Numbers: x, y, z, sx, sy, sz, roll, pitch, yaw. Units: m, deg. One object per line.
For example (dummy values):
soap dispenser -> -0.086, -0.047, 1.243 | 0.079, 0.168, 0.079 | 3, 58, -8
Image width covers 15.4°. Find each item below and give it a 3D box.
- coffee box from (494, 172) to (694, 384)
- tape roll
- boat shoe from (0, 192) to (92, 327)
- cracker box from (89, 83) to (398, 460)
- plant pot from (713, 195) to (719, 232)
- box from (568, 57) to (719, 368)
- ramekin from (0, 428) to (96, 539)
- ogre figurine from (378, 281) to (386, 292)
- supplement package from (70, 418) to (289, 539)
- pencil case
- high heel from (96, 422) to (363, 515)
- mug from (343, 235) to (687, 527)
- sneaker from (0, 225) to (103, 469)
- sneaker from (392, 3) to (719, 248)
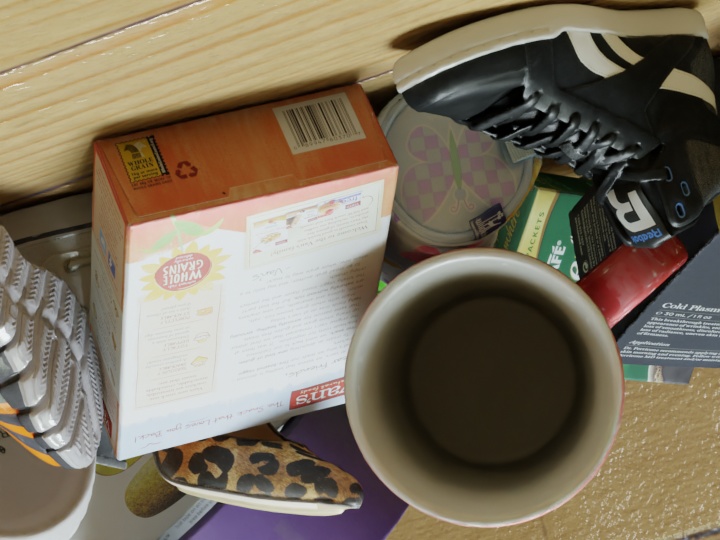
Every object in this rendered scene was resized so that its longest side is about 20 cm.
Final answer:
coffee box -> 0.148, 0.007, 1.671 | 0.200, 0.123, 0.044 | 8, -163, -41
tape roll -> -0.064, 0.164, 1.590 | 0.200, 0.085, 0.200 | -43, -174, 6
boat shoe -> -0.142, 0.001, 1.358 | 0.199, 0.070, 0.071 | -14, 173, -18
cracker box -> -0.062, 0.004, 1.302 | 0.134, 0.058, 0.200 | -13, 146, -17
plant pot -> 0.299, -0.072, 1.333 | 0.200, 0.201, 0.189 | -13, 157, -20
box -> 0.250, -0.026, 1.526 | 0.199, 0.104, 0.182 | 3, 152, -21
ramekin -> -0.229, 0.089, 1.397 | 0.094, 0.203, 0.202 | -37, 161, 36
ogre figurine -> 0.000, 0.000, 1.560 | 0.120, 0.098, 0.200 | -18, 133, 29
supplement package -> -0.145, 0.102, 1.599 | 0.200, 0.114, 0.110 | -43, -175, 4
pencil case -> 0.040, -0.042, 1.377 | 0.091, 0.083, 0.200 | -33, 175, -9
high heel -> -0.067, 0.050, 1.412 | 0.200, 0.143, 0.071 | 13, 177, 36
mug -> 0.087, 0.055, 1.362 | 0.177, 0.134, 0.200 | -11, 177, 3
sneaker -> -0.204, 0.030, 1.277 | 0.112, 0.078, 0.200 | -10, 137, 19
sneaker -> 0.108, -0.062, 1.241 | 0.200, 0.112, 0.073 | -9, 169, -43
